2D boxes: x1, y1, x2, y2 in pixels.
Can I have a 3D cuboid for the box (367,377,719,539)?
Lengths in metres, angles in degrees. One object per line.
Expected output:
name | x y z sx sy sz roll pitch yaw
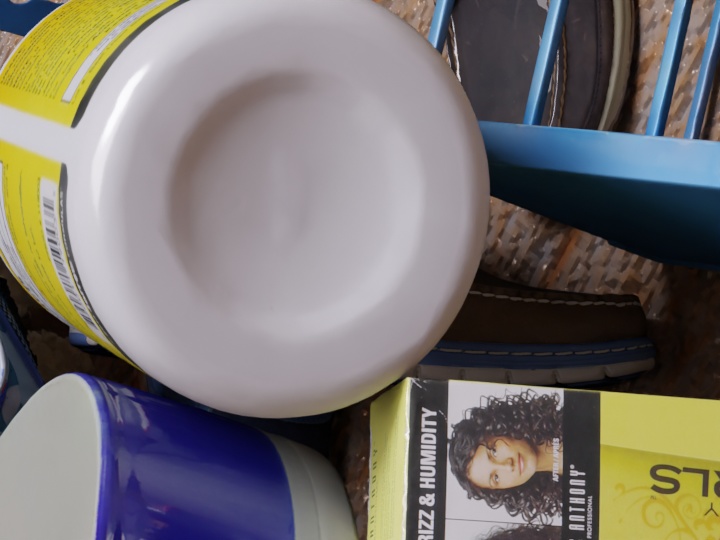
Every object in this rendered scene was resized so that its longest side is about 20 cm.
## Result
box | 0.101 0.074 0.713 0.050 0.198 0.076 140 135 -73

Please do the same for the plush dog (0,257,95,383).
plush dog | -0.151 0.034 1.015 0.159 0.200 0.173 -8 80 16

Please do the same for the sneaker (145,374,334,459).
sneaker | -0.024 -0.001 0.948 0.082 0.074 0.202 -6 77 42

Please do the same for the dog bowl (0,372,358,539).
dog bowl | -0.078 0.134 0.752 0.200 0.078 0.201 -54 25 39

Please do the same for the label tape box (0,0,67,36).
label tape box | -0.073 -0.139 0.979 0.200 0.143 0.066 -48 50 27

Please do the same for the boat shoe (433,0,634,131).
boat shoe | 0.042 -0.123 0.907 0.074 0.073 0.202 -20 67 42

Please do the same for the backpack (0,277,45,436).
backpack | -0.206 0.018 0.860 0.201 0.182 0.147 59 158 19

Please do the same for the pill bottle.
pill bottle | -0.047 -0.028 0.755 0.200 0.112 0.113 -159 84 -70

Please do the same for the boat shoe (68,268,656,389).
boat shoe | 0.000 0.000 0.872 0.198 0.072 0.073 5 87 11

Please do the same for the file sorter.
file sorter | 0.132 -0.066 0.758 0.199 0.138 0.124 8 82 46
